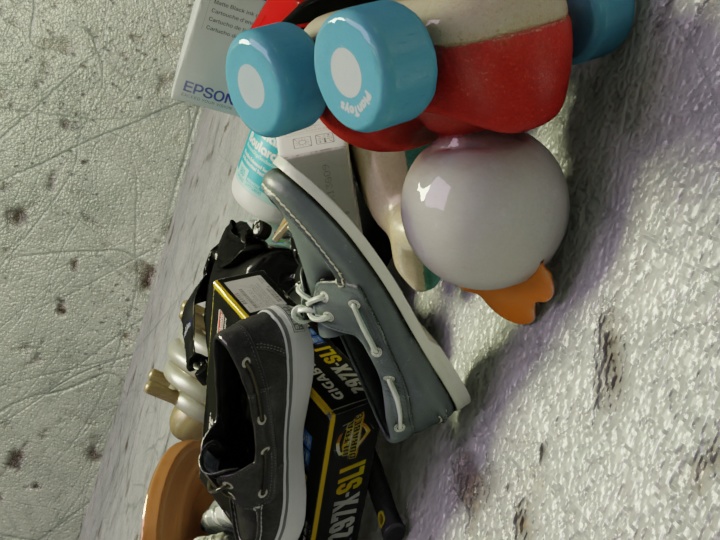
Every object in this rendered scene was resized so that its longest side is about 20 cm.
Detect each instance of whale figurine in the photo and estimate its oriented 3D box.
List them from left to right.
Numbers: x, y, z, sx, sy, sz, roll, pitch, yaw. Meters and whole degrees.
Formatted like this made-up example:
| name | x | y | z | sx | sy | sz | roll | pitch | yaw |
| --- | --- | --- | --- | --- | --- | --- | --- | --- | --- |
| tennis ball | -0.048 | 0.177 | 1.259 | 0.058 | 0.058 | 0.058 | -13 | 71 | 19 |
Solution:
| name | x | y | z | sx | sy | sz | roll | pitch | yaw |
| --- | --- | --- | --- | --- | --- | --- | --- | --- | --- |
| whale figurine | 0.045 | -0.088 | 0.752 | 0.159 | 0.104 | 0.200 | 81 | 178 | -57 |

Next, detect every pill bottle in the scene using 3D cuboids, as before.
| name | x | y | z | sx | sy | sz | roll | pitch | yaw |
| --- | --- | --- | --- | --- | --- | --- | --- | --- | --- |
| pill bottle | -0.057 | -0.151 | 1.121 | 0.111 | 0.111 | 0.200 | -103 | 31 | -59 |

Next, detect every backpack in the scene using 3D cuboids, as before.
| name | x | y | z | sx | sy | sz | roll | pitch | yaw |
| --- | --- | --- | --- | --- | --- | --- | --- | --- | --- |
| backpack | -0.100 | 0.027 | 1.075 | 0.167 | 0.127 | 0.200 | -62 | 18 | 10 |

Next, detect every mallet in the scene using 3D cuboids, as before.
| name | x | y | z | sx | sy | sz | roll | pitch | yaw |
| --- | --- | --- | --- | --- | --- | --- | --- | --- | --- |
| mallet | -0.001 | 0.138 | 0.802 | 0.200 | 0.041 | 0.066 | -104 | 35 | -54 |

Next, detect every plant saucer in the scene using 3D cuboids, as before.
| name | x | y | z | sx | sy | sz | roll | pitch | yaw |
| --- | --- | --- | --- | --- | --- | --- | --- | --- | --- |
| plant saucer | -0.160 | 0.270 | 1.061 | 0.200 | 0.032 | 0.200 | -5 | -90 | -74 |

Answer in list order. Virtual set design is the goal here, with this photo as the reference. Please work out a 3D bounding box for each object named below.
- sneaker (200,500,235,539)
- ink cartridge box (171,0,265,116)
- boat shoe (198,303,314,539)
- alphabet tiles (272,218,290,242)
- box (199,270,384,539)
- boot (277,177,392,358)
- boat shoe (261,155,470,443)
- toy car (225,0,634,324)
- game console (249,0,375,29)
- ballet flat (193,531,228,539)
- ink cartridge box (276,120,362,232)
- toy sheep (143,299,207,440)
| name | x | y | z | sx | sy | sz | roll | pitch | yaw |
| --- | --- | --- | --- | --- | --- | --- | --- | --- | --- |
| sneaker | -0.082 | 0.190 | 0.988 | 0.200 | 0.075 | 0.116 | -39 | 29 | 57 |
| ink cartridge box | -0.084 | -0.250 | 1.145 | 0.041 | 0.200 | 0.200 | -99 | 27 | -53 |
| boat shoe | -0.075 | 0.116 | 0.694 | 0.070 | 0.066 | 0.200 | 43 | 135 | 40 |
| alphabet tiles | -0.016 | -0.107 | 0.975 | 0.166 | 0.006 | 0.200 | -46 | 10 | 23 |
| box | -0.058 | 0.126 | 0.781 | 0.160 | 0.049 | 0.200 | 42 | 135 | 38 |
| boot | 0.001 | 0.000 | 0.835 | 0.198 | 0.073 | 0.163 | -9 | 46 | 53 |
| boat shoe | -0.006 | 0.023 | 0.637 | 0.062 | 0.200 | 0.073 | -37 | 24 | -3 |
| toy car | 0.053 | -0.061 | 0.610 | 0.177 | 0.184 | 0.200 | 7 | 114 | 53 |
| game console | 0.031 | -0.197 | 0.733 | 0.177 | 0.200 | 0.031 | -179 | 76 | -73 |
| ballet flat | -0.100 | 0.293 | 0.910 | 0.200 | 0.072 | 0.072 | 43 | 119 | 46 |
| ink cartridge box | -0.037 | -0.098 | 0.808 | 0.200 | 0.050 | 0.109 | -103 | 2 | -50 |
| toy sheep | -0.158 | 0.103 | 1.196 | 0.200 | 0.138 | 0.138 | -63 | 17 | 8 |
